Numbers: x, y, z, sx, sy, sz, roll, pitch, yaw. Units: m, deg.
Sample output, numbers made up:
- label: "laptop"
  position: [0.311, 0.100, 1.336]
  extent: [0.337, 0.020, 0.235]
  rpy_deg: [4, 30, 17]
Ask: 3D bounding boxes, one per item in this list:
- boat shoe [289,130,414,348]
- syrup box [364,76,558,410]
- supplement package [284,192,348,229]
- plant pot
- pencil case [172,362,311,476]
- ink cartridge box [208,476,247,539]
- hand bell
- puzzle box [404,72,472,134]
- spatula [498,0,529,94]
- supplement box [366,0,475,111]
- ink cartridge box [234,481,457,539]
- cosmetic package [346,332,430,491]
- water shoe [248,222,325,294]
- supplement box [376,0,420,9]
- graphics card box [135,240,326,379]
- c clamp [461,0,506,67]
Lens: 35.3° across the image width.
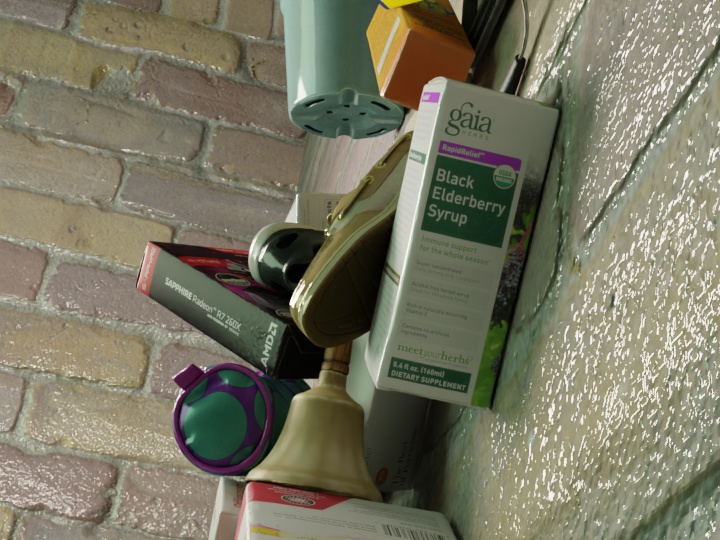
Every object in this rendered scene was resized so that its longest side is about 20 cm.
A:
- label: "boat shoe"
  position: [0.012, -0.028, 0.827]
  extent: [0.200, 0.066, 0.075]
  rpy_deg: [-47, -48, -23]
- label: "syrup box"
  position: [0.064, -0.020, 0.755]
  extent: [0.081, 0.077, 0.203]
  rpy_deg: [-122, 44, -79]
- label: "supplement package"
  position: [-0.021, 0.020, 1.130]
  extent: [0.200, 0.109, 0.159]
  rpy_deg: [136, 133, -78]
- label: "plant pot"
  position: [-0.016, -0.284, 1.430]
  extent: [0.200, 0.197, 0.200]
  rpy_deg: [125, 149, -72]
- label: "pencil case"
  position: [-0.091, 0.123, 0.943]
  extent: [0.085, 0.093, 0.200]
  rpy_deg: [-36, -11, 2]
- label: "ink cartridge box"
  position: [-0.054, 0.207, 0.837]
  extent: [0.116, 0.197, 0.069]
  rpy_deg: [-167, 89, -82]
- label: "hand bell"
  position: [-0.018, 0.066, 0.844]
  extent: [0.104, 0.102, 0.203]
  rpy_deg: [127, 153, -73]
- label: "puzzle box"
  position: [0.063, -0.103, 1.105]
  extent: [0.200, 0.025, 0.135]
  rpy_deg: [139, 142, -79]
- label: "spatula"
  position: [0.115, -0.170, 0.819]
  extent: [0.057, 0.020, 0.203]
  rpy_deg: [-66, -10, -62]
- label: "supplement box"
  position: [0.051, -0.204, 1.018]
  extent: [0.201, 0.066, 0.070]
  rpy_deg: [-100, 29, -64]
- label: "ink cartridge box"
  position: [-0.007, 0.206, 0.681]
  extent: [0.200, 0.145, 0.087]
  rpy_deg: [-120, 42, -80]
- label: "cosmetic package"
  position: [0.022, 0.073, 0.903]
  extent: [0.050, 0.082, 0.204]
  rpy_deg: [13, 92, 40]
- label: "water shoe"
  position: [0.000, 0.000, 0.956]
  extent: [0.079, 0.198, 0.073]
  rpy_deg: [29, 115, 47]
- label: "supplement box"
  position: [0.049, -0.295, 0.905]
  extent: [0.109, 0.109, 0.200]
  rpy_deg: [-53, 20, -6]
- label: "graphics card box"
  position: [-0.086, 0.032, 0.964]
  extent: [0.199, 0.124, 0.052]
  rpy_deg: [29, 105, 41]
- label: "c clamp"
  position: [0.120, -0.283, 0.974]
  extent: [0.201, 0.027, 0.173]
  rpy_deg: [111, 163, -47]
